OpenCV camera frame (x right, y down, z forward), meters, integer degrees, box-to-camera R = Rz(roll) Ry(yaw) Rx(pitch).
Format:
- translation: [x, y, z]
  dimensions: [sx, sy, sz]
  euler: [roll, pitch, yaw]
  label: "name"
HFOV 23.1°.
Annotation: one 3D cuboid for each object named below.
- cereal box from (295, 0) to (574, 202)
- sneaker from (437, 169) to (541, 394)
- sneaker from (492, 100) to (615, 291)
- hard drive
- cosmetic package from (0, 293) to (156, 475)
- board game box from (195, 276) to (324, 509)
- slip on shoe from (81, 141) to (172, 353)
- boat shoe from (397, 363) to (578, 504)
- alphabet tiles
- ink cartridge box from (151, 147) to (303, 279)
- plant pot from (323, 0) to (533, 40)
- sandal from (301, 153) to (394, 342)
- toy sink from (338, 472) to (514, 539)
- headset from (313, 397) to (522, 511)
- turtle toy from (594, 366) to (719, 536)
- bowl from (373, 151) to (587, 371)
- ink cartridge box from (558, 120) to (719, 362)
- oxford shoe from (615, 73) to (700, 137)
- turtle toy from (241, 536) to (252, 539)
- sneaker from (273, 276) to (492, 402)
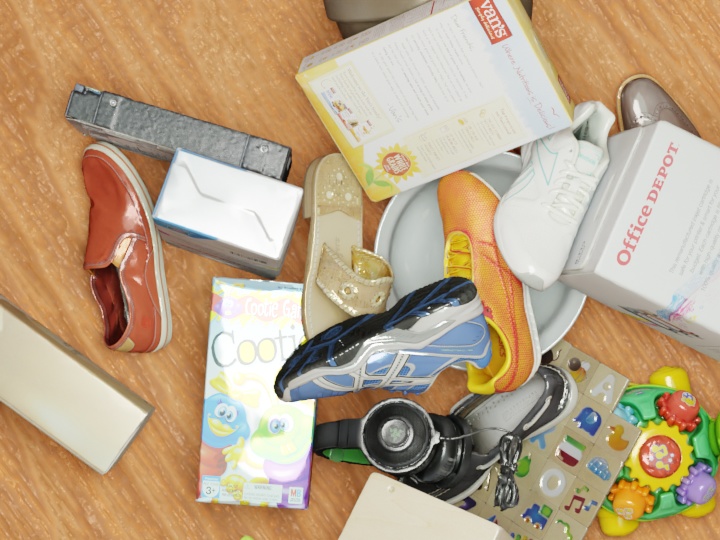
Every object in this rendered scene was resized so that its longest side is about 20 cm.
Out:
- translation: [0.065, -0.154, 1.505]
  dimensions: [0.200, 0.040, 0.144]
  euler: [-20, 118, 22]
  label: "cereal box"
- translation: [0.105, 0.009, 1.533]
  dimensions: [0.077, 0.073, 0.201]
  euler: [-12, 85, -47]
  label: "sneaker"
- translation: [0.169, -0.072, 1.519]
  dimensions: [0.070, 0.080, 0.201]
  euler: [33, 50, -21]
  label: "sneaker"
- translation: [-0.161, -0.117, 1.594]
  dimensions: [0.199, 0.140, 0.038]
  euler: [17, 87, -2]
  label: "hard drive"
- translation: [-0.288, 0.097, 1.601]
  dimensions: [0.200, 0.105, 0.071]
  euler: [36, 87, -2]
  label: "cosmetic package"
- translation: [-0.089, 0.110, 1.606]
  dimensions: [0.103, 0.105, 0.201]
  euler: [4, 88, -2]
  label: "board game box"
- translation: [-0.224, -0.019, 1.615]
  dimensions: [0.061, 0.074, 0.201]
  euler: [-13, 94, -41]
  label: "slip on shoe"
- translation: [0.106, 0.151, 1.604]
  dimensions: [0.200, 0.060, 0.074]
  euler: [-34, 65, 19]
  label: "boat shoe"
- translation: [0.160, 0.163, 1.611]
  dimensions: [0.166, 0.006, 0.200]
  euler: [31, 96, 33]
  label: "alphabet tiles"
- translation: [-0.116, -0.047, 1.564]
  dimensions: [0.115, 0.200, 0.068]
  euler: [19, 84, -2]
  label: "ink cartridge box"
- translation: [0.076, -0.199, 1.594]
  dimensions: [0.199, 0.200, 0.174]
  euler: [-12, 105, -2]
  label: "plant pot"
- translation: [-0.005, 0.000, 1.538]
  dimensions: [0.077, 0.070, 0.212]
  euler: [-4, 87, -36]
  label: "sandal"
- translation: [0.074, 0.269, 1.555]
  dimensions: [0.130, 0.200, 0.112]
  euler: [20, 76, 27]
  label: "toy sink"
- translation: [0.051, 0.164, 1.528]
  dimensions: [0.200, 0.123, 0.094]
  euler: [-7, 72, 35]
  label: "headset"
- translation: [0.289, 0.163, 1.620]
  dimensions: [0.199, 0.101, 0.146]
  euler: [-13, 89, -2]
  label: "turtle toy"
- translation: [0.108, -0.008, 1.624]
  dimensions: [0.200, 0.090, 0.202]
  euler: [0, 88, -3]
  label: "bowl"
- translation: [0.290, -0.020, 1.527]
  dimensions: [0.200, 0.145, 0.146]
  euler: [26, 84, -10]
  label: "ink cartridge box"
- translation: [0.302, -0.096, 1.642]
  dimensions: [0.071, 0.073, 0.200]
  euler: [-28, 89, -3]
  label: "oxford shoe"
- translation: [-0.068, 0.334, 1.593]
  dimensions: [0.145, 0.101, 0.200]
  euler: [-20, 90, 20]
  label: "turtle toy"
- translation: [0.019, 0.078, 1.494]
  dimensions: [0.200, 0.076, 0.077]
  euler: [-21, 111, 18]
  label: "sneaker"
